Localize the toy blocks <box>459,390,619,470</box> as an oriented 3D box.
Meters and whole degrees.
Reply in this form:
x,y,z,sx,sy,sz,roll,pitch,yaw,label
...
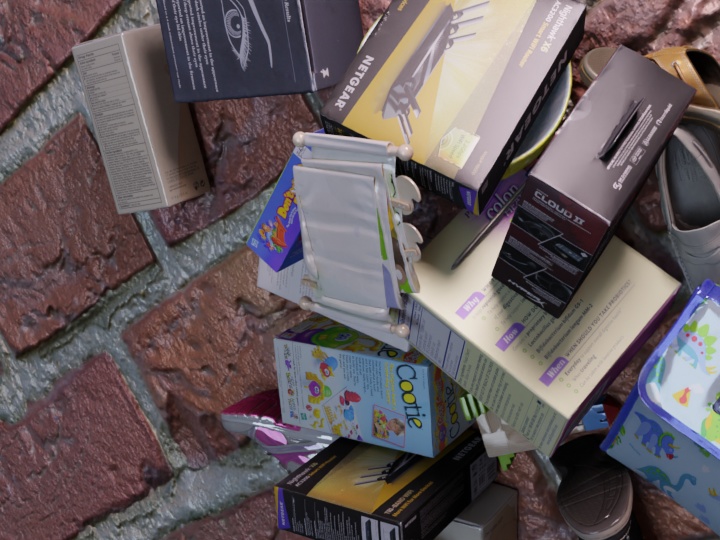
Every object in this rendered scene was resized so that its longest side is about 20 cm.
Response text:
x,y,z,sx,sy,sz,roll,pitch,yaw,label
0.173,0.096,1.149,0.135,0.100,0.202,-16,98,27,toy blocks

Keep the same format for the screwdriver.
x,y,z,sx,sy,sz,roll,pitch,yaw,label
0.142,-0.073,1.049,0.028,0.200,0.029,52,165,-30,screwdriver

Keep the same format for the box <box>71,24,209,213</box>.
x,y,z,sx,sy,sz,roll,pitch,yaw,label
-0.255,-0.176,1.343,0.094,0.077,0.203,-3,105,37,box

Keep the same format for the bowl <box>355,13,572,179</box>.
x,y,z,sx,sy,sz,roll,pitch,yaw,label
0.095,-0.154,1.074,0.199,0.201,0.108,36,166,19,bowl

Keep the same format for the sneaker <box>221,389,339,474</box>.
x,y,z,sx,sy,sz,roll,pitch,yaw,label
-0.085,0.203,1.372,0.198,0.081,0.089,9,111,34,sneaker

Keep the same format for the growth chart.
x,y,z,sx,sy,sz,roll,pitch,yaw,label
-0.004,-0.030,1.005,0.144,0.018,0.202,19,127,31,growth chart

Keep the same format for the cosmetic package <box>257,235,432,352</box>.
x,y,z,sx,sy,sz,roll,pitch,yaw,label
0.000,0.000,1.217,0.198,0.107,0.086,20,117,27,cosmetic package

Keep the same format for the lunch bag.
x,y,z,sx,sy,sz,roll,pitch,yaw,label
0.326,0.124,0.998,0.169,0.127,0.201,36,137,18,lunch bag

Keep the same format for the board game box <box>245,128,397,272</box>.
x,y,z,sx,sy,sz,roll,pitch,yaw,label
-0.013,-0.089,1.132,0.045,0.199,0.135,42,126,14,board game box

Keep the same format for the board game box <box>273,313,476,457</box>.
x,y,z,sx,sy,sz,roll,pitch,yaw,label
0.017,0.117,1.251,0.198,0.103,0.106,8,112,34,board game box

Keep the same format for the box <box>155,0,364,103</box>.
x,y,z,sx,sy,sz,roll,pitch,yaw,label
-0.105,-0.259,1.195,0.198,0.104,0.150,3,109,34,box

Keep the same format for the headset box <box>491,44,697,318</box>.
x,y,z,sx,sy,sz,roll,pitch,yaw,label
0.189,-0.073,0.943,0.077,0.149,0.201,33,156,10,headset box

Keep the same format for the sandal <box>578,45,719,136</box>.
x,y,z,sx,sy,sz,roll,pitch,yaw,label
0.284,-0.156,0.969,0.198,0.080,0.054,24,131,20,sandal

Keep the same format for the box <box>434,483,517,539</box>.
x,y,z,sx,sy,sz,roll,pitch,yaw,label
0.120,0.340,1.268,0.077,0.095,0.203,11,114,31,box

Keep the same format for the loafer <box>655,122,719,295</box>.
x,y,z,sx,sy,sz,roll,pitch,yaw,label
0.299,-0.037,1.010,0.069,0.070,0.202,-12,100,38,loafer

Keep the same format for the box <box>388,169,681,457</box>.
x,y,z,sx,sy,sz,roll,pitch,yaw,label
0.156,0.033,1.059,0.199,0.176,0.097,38,156,17,box

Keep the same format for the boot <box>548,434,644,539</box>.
x,y,z,sx,sy,sz,roll,pitch,yaw,label
0.240,0.257,1.102,0.072,0.200,0.152,-23,100,3,boot

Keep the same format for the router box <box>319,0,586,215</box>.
x,y,z,sx,sy,sz,roll,pitch,yaw,label
0.082,-0.170,0.996,0.156,0.201,0.052,27,164,16,router box

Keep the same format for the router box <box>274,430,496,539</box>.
x,y,z,sx,sy,sz,roll,pitch,yaw,label
0.030,0.222,1.210,0.156,0.199,0.053,8,112,32,router box
